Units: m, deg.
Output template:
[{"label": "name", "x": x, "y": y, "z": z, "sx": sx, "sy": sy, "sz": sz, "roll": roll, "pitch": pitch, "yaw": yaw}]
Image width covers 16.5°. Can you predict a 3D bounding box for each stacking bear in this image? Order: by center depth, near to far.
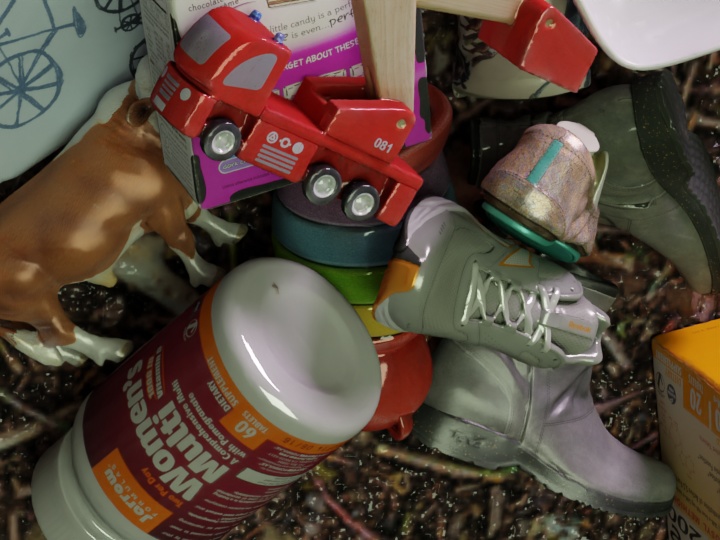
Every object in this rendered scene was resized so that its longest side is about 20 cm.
[{"label": "stacking bear", "x": 0.000, "y": 0.000, "z": 1.397, "sx": 0.113, "sy": 0.121, "sz": 0.201, "roll": -21, "pitch": 125, "yaw": -29}]

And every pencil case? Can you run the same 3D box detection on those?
[{"label": "pencil case", "x": 0.085, "y": -0.188, "z": 1.374, "sx": 0.078, "sy": 0.089, "sz": 0.201, "roll": -27, "pitch": 122, "yaw": -48}]

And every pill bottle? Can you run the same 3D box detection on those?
[{"label": "pill bottle", "x": -0.089, "y": 0.087, "z": 1.349, "sx": 0.109, "sy": 0.110, "sz": 0.200, "roll": 30, "pitch": 130, "yaw": -26}]

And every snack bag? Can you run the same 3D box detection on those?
[{"label": "snack bag", "x": -0.144, "y": -0.151, "z": 1.294, "sx": 0.199, "sy": 0.021, "sz": 0.189, "roll": -33, "pitch": 145, "yaw": -7}]

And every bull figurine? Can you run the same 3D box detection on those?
[{"label": "bull figurine", "x": -0.135, "y": -0.029, "z": 1.351, "sx": 0.200, "sy": 0.065, "sz": 0.122, "roll": -36, "pitch": 111, "yaw": 11}]

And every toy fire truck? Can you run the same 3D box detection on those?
[{"label": "toy fire truck", "x": 0.007, "y": -0.100, "z": 1.233, "sx": 0.199, "sy": 0.049, "sz": 0.142, "roll": 23, "pitch": 103, "yaw": -35}]

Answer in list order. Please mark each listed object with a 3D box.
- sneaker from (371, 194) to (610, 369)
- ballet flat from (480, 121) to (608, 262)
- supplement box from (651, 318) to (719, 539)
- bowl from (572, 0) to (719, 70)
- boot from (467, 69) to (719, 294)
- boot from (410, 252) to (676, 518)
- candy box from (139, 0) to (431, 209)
[{"label": "sneaker", "x": 0.079, "y": 0.013, "z": 1.334, "sx": 0.200, "sy": 0.092, "sz": 0.076, "roll": 10, "pitch": 101, "yaw": -65}, {"label": "ballet flat", "x": 0.104, "y": -0.044, "z": 1.317, "sx": 0.068, "sy": 0.200, "sz": 0.068, "roll": 30, "pitch": 91, "yaw": 3}, {"label": "supplement box", "x": 0.242, "y": 0.144, "z": 1.519, "sx": 0.073, "sy": 0.126, "sz": 0.201, "roll": -14, "pitch": 112, "yaw": -15}, {"label": "bowl", "x": 0.178, "y": -0.224, "z": 1.285, "sx": 0.199, "sy": 0.075, "sz": 0.201, "roll": -22, "pitch": 108, "yaw": -1}, {"label": "boot", "x": 0.139, "y": -0.044, "z": 1.451, "sx": 0.130, "sy": 0.068, "sz": 0.200, "roll": -13, "pitch": 145, "yaw": 16}, {"label": "boot", "x": 0.129, "y": 0.065, "z": 1.487, "sx": 0.199, "sy": 0.070, "sz": 0.132, "roll": 20, "pitch": 96, "yaw": -29}, {"label": "candy box", "x": -0.042, "y": -0.146, "z": 1.250, "sx": 0.136, "sy": 0.061, "sz": 0.201, "roll": -17, "pitch": 124, "yaw": -19}]
